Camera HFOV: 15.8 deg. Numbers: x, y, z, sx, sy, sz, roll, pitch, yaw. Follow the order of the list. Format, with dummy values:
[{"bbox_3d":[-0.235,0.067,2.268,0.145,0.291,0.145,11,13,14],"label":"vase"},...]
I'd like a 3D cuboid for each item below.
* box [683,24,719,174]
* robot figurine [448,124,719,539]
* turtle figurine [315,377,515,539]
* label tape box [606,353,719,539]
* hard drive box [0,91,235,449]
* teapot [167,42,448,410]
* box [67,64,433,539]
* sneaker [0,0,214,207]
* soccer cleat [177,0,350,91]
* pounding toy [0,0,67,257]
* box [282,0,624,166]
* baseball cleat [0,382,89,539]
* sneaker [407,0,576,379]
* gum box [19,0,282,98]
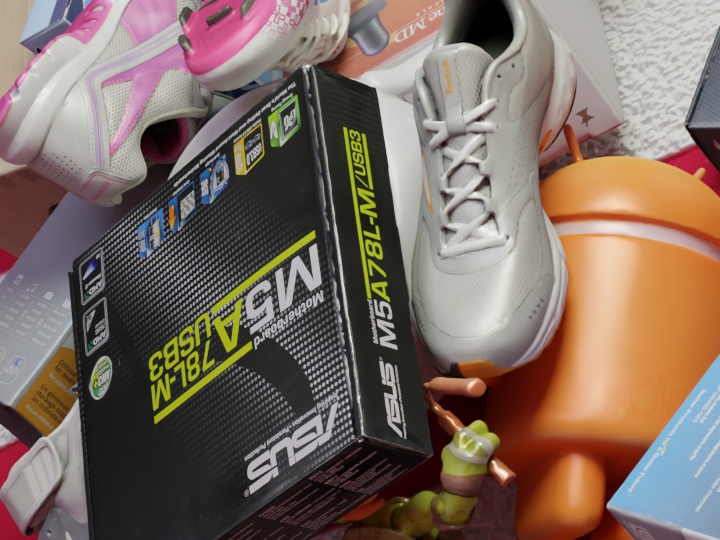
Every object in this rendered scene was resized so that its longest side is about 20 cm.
[{"bbox_3d":[0.274,-0.123,1.277,0.199,0.051,0.158,1,58,41],"label":"box"},{"bbox_3d":[0.120,0.034,1.205,0.143,0.117,0.201,0,69,20],"label":"robot figurine"},{"bbox_3d":[0.038,0.128,1.150,0.200,0.161,0.065,-40,17,48],"label":"turtle figurine"},{"bbox_3d":[0.215,0.079,1.046,0.143,0.066,0.200,-51,32,-16],"label":"label tape box"},{"bbox_3d":[-0.103,0.023,1.388,0.077,0.156,0.200,20,71,48],"label":"hard drive box"},{"bbox_3d":[0.000,0.000,1.292,0.200,0.146,0.198,-24,64,35],"label":"teapot"},{"bbox_3d":[-0.057,0.038,1.171,0.200,0.047,0.194,-36,47,39],"label":"box"},{"bbox_3d":[-0.115,-0.099,1.331,0.081,0.088,0.200,-41,10,47],"label":"sneaker"},{"bbox_3d":[-0.037,-0.130,1.303,0.070,0.086,0.200,-31,22,21],"label":"soccer cleat"},{"bbox_3d":[-0.137,-0.103,1.531,0.142,0.200,0.185,-16,61,29],"label":"pounding toy"},{"bbox_3d":[0.045,-0.135,1.422,0.152,0.106,0.200,-29,33,17],"label":"box"},{"bbox_3d":[-0.132,0.154,1.299,0.106,0.070,0.201,13,98,18],"label":"baseball cleat"},{"bbox_3d":[0.048,-0.049,1.150,0.075,0.092,0.201,-8,55,19],"label":"sneaker"},{"bbox_3d":[-0.088,-0.145,1.486,0.044,0.200,0.170,-21,43,41],"label":"gum box"}]
